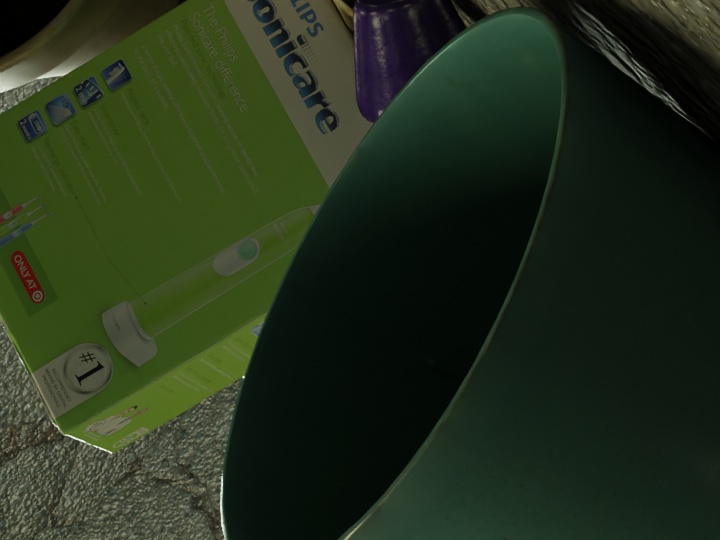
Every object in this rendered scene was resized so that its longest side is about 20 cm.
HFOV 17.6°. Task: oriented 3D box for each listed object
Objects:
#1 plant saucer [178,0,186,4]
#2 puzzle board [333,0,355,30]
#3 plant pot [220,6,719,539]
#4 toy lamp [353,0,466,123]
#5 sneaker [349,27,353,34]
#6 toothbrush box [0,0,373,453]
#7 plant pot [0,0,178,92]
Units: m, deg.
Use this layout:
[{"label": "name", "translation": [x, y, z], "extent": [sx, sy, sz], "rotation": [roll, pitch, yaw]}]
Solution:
[{"label": "plant saucer", "translation": [-0.068, -0.140, 1.522], "extent": [0.199, 0.030, 0.200], "rotation": [34, -164, -11]}, {"label": "puzzle board", "translation": [-0.047, -0.174, 1.095], "extent": [0.151, 0.017, 0.200], "rotation": [43, 179, 3]}, {"label": "plant pot", "translation": [0.073, 0.040, 0.765], "extent": [0.160, 0.201, 0.201], "rotation": [27, -176, -19]}, {"label": "toy lamp", "translation": [0.040, -0.026, 0.969], "extent": [0.058, 0.058, 0.201], "rotation": [40, 151, 62]}, {"label": "sneaker", "translation": [-0.049, -0.106, 1.244], "extent": [0.200, 0.114, 0.075], "rotation": [41, 179, 29]}, {"label": "toothbrush box", "translation": [-0.074, -0.031, 1.064], "extent": [0.146, 0.199, 0.086], "rotation": [59, -176, 14]}, {"label": "plant pot", "translation": [-0.176, -0.179, 1.218], "extent": [0.200, 0.200, 0.173], "rotation": [41, -171, 20]}]
